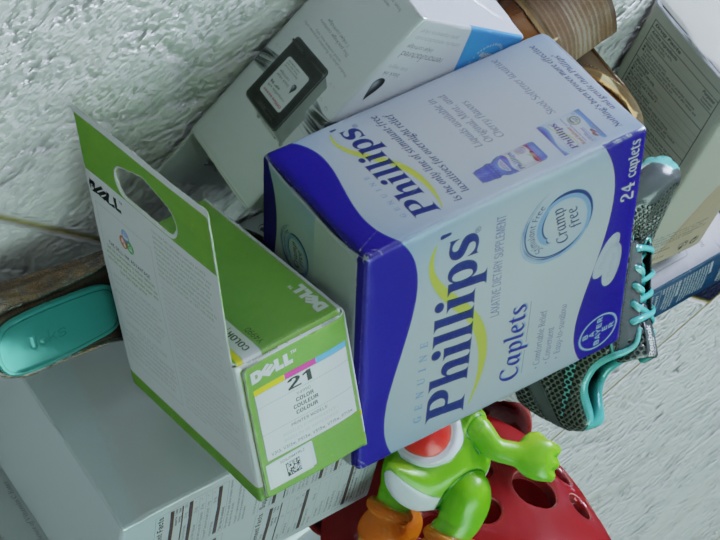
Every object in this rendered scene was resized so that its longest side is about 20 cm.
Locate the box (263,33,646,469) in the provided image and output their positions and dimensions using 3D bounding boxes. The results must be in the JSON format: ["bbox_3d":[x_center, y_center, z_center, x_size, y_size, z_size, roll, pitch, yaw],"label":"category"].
[{"bbox_3d":[0.051,-0.010,1.597,0.200,0.105,0.184,-25,141,-24],"label":"box"}]

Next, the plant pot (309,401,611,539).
[{"bbox_3d":[0.061,0.189,1.911,0.200,0.183,0.200,-20,147,-14],"label":"plant pot"}]

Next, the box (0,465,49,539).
[{"bbox_3d":[-0.228,0.206,1.824,0.200,0.124,0.097,-31,158,-10],"label":"box"}]

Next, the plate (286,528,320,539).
[{"bbox_3d":[-0.027,0.133,1.967,0.200,0.032,0.200,-32,147,3],"label":"plate"}]

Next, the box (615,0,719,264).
[{"bbox_3d":[0.219,-0.099,1.900,0.078,0.095,0.200,-21,155,-34],"label":"box"}]

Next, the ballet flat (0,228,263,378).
[{"bbox_3d":[-0.147,0.009,1.630,0.200,0.067,0.068,-14,114,-30],"label":"ballet flat"}]

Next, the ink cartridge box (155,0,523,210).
[{"bbox_3d":[-0.014,-0.095,1.608,0.200,0.067,0.116,-46,156,24],"label":"ink cartridge box"}]

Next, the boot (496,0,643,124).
[{"bbox_3d":[0.093,-0.098,1.748,0.155,0.074,0.200,-32,143,-8],"label":"boot"}]

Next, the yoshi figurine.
[{"bbox_3d":[0.071,0.092,1.768,0.112,0.112,0.200,12,105,-12],"label":"yoshi figurine"}]

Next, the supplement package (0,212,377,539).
[{"bbox_3d":[-0.108,0.095,1.738,0.200,0.152,0.151,-26,156,-23],"label":"supplement package"}]

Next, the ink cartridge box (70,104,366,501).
[{"bbox_3d":[-0.077,0.005,1.524,0.076,0.148,0.200,-27,131,-23],"label":"ink cartridge box"}]

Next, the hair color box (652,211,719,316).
[{"bbox_3d":[0.223,-0.031,2.029,0.200,0.100,0.061,-29,157,-16],"label":"hair color box"}]

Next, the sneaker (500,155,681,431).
[{"bbox_3d":[0.167,0.020,1.816,0.200,0.091,0.078,-61,157,16],"label":"sneaker"}]
